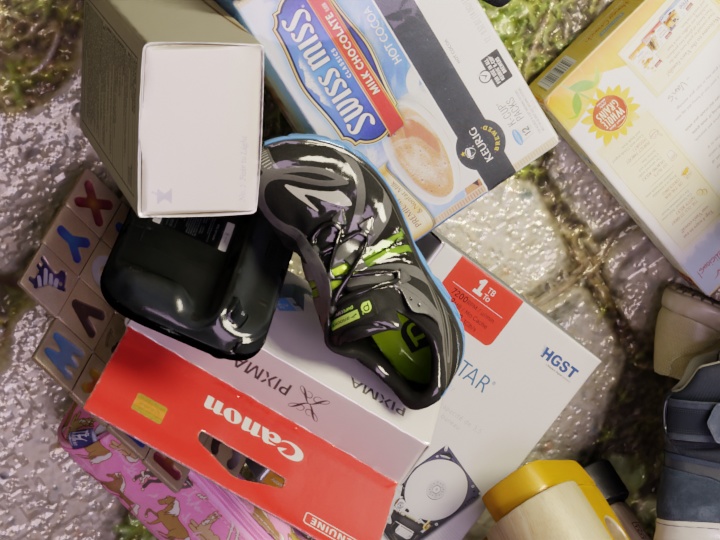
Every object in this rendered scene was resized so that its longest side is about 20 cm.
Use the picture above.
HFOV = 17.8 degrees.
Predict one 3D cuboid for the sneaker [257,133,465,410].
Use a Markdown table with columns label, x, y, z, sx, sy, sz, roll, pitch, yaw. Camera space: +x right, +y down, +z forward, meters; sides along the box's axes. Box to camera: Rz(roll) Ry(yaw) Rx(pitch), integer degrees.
| label | x | y | z | sx | sy | sz | roll | pitch | yaw |
| --- | --- | --- | --- | --- | --- | --- | --- | --- | --- |
| sneaker | 0.000 | 0.000 | 1.376 | 0.071 | 0.083 | 0.200 | -27 | 113 | 20 |

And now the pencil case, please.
| label | x | y | z | sx | sy | sz | roll | pitch | yaw |
| --- | --- | --- | --- | --- | --- | --- | --- | --- | --- |
| pencil case | -0.111 | 0.149 | 1.518 | 0.083 | 0.087 | 0.200 | -33 | 115 | 13 |

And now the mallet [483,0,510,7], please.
| label | x | y | z | sx | sy | sz | roll | pitch | yaw |
| --- | --- | --- | --- | --- | --- | --- | --- | --- | --- |
| mallet | 0.104 | -0.272 | 1.483 | 0.066 | 0.041 | 0.200 | 20 | 96 | -21 |

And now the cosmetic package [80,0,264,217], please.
| label | x | y | z | sx | sy | sz | roll | pitch | yaw |
| --- | --- | --- | --- | --- | --- | --- | --- | --- | --- |
| cosmetic package | -0.116 | -0.107 | 1.371 | 0.073 | 0.200 | 0.104 | -2 | 109 | -17 |

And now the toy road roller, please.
| label | x | y | z | sx | sy | sz | roll | pitch | yaw |
| --- | --- | --- | --- | --- | --- | --- | --- | --- | --- |
| toy road roller | 0.127 | 0.217 | 1.573 | 0.146 | 0.200 | 0.123 | -37 | 71 | 15 |

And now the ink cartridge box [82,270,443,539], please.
| label | x | y | z | sx | sy | sz | roll | pitch | yaw |
| --- | --- | --- | --- | --- | --- | --- | --- | --- | --- |
| ink cartridge box | -0.051 | 0.069 | 1.402 | 0.200 | 0.176 | 0.045 | 30 | 122 | -6 |

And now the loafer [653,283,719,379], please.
| label | x | y | z | sx | sy | sz | roll | pitch | yaw |
| --- | --- | --- | --- | --- | --- | --- | --- | --- | --- |
| loafer | 0.288 | 0.077 | 1.641 | 0.200 | 0.076 | 0.068 | 27 | 99 | -15 |

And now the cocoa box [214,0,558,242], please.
| label | x | y | z | sx | sy | sz | roll | pitch | yaw |
| --- | --- | --- | --- | --- | --- | --- | --- | --- | --- |
| cocoa box | 0.006 | -0.137 | 1.438 | 0.131 | 0.133 | 0.200 | -34 | 115 | -3 |

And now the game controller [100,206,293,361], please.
| label | x | y | z | sx | sy | sz | roll | pitch | yaw |
| --- | --- | --- | --- | --- | --- | --- | --- | --- | --- |
| game controller | -0.094 | -0.016 | 1.411 | 0.104 | 0.200 | 0.042 | 16 | 121 | -1 |

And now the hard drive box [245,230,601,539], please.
| label | x | y | z | sx | sy | sz | roll | pitch | yaw |
| --- | --- | --- | --- | --- | --- | --- | --- | --- | --- |
| hard drive box | 0.036 | 0.087 | 1.555 | 0.156 | 0.077 | 0.200 | 35 | 94 | -25 |

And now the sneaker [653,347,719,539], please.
| label | x | y | z | sx | sy | sz | roll | pitch | yaw |
| --- | --- | --- | --- | --- | --- | --- | --- | --- | --- |
| sneaker | 0.300 | 0.117 | 1.554 | 0.202 | 0.077 | 0.147 | 1 | 88 | -2 |

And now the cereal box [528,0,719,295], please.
| label | x | y | z | sx | sy | sz | roll | pitch | yaw |
| --- | --- | --- | --- | --- | --- | --- | --- | --- | --- |
| cereal box | 0.225 | -0.100 | 1.575 | 0.144 | 0.040 | 0.200 | -44 | 116 | -3 |

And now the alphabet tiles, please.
| label | x | y | z | sx | sy | sz | roll | pitch | yaw |
| --- | --- | --- | --- | --- | --- | --- | --- | --- | --- |
| alphabet tiles | -0.128 | 0.036 | 1.463 | 0.200 | 0.006 | 0.167 | 46 | 48 | -25 |
